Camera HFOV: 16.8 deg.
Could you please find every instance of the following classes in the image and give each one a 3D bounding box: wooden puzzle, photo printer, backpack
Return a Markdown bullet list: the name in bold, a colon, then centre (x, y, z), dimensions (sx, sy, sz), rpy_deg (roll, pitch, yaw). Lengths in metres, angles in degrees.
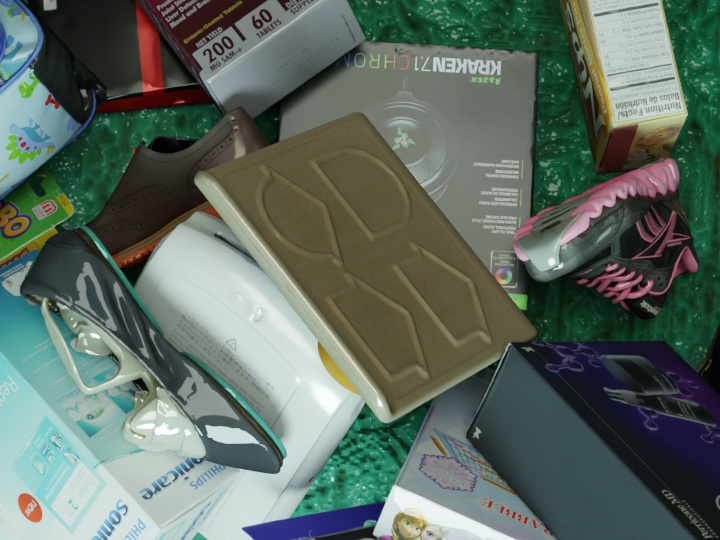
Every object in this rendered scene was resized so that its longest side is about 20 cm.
- **wooden puzzle**: centre (0.000, 0.000, 1.490), dimensions (0.046, 0.200, 0.185), rpy_deg (-44, 79, 32)
- **photo printer**: centre (-0.084, 0.068, 1.549), dimensions (0.166, 0.200, 0.069), rpy_deg (39, 43, 9)
- **backpack**: centre (-0.302, -0.117, 1.599), dimensions (0.200, 0.147, 0.183), rpy_deg (-44, 51, 0)

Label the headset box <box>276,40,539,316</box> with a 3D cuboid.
- **headset box**: centre (0.027, -0.043, 1.624), dimensions (0.173, 0.093, 0.201), rpy_deg (4, 78, 1)

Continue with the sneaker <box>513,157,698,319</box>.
- **sneaker**: centre (0.169, -0.011, 1.583), dimensions (0.079, 0.200, 0.096), rpy_deg (-19, 92, 32)

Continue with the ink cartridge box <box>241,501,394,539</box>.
- **ink cartridge box**: centre (0.060, 0.190, 1.497), dimensions (0.200, 0.198, 0.044), rpy_deg (40, 120, 35)

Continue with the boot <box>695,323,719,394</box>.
- **boot**: centre (0.289, 0.017, 1.580), dimensions (0.073, 0.154, 0.204), rpy_deg (37, 79, 7)

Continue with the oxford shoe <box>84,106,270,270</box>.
- **oxford shoe**: centre (-0.132, -0.049, 1.597), dimensions (0.199, 0.071, 0.073), rpy_deg (-22, 93, 33)

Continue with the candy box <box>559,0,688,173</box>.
- **candy box**: centre (0.168, -0.178, 1.644), dimensions (0.055, 0.115, 0.201), rpy_deg (-11, 77, -2)

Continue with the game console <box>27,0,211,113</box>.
- **game console**: centre (-0.145, -0.211, 1.698), dimensions (0.176, 0.031, 0.201), rpy_deg (-7, 77, 3)

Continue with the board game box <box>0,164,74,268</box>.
- **board game box**: centre (-0.287, -0.005, 1.627), dimensions (0.200, 0.030, 0.096), rpy_deg (-35, 48, -5)

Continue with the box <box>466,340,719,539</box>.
- **box**: centre (0.181, 0.129, 1.478), dimensions (0.141, 0.079, 0.200), rpy_deg (-2, 35, -38)

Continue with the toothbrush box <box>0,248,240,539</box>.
- **toothbrush box**: centre (-0.193, 0.112, 1.550), dimensions (0.200, 0.147, 0.085), rpy_deg (46, 44, 9)

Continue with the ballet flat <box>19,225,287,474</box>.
- **ballet flat**: centre (-0.133, 0.064, 1.483), dimensions (0.073, 0.073, 0.200), rpy_deg (-42, 87, -9)

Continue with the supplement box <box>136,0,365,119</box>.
- **supplement box**: centre (-0.095, -0.198, 1.611), dimensions (0.109, 0.061, 0.200), rpy_deg (-35, 54, -4)

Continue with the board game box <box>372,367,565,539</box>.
- **board game box**: centre (0.124, 0.146, 1.534), dimensions (0.199, 0.200, 0.041), rpy_deg (24, 115, 4)
